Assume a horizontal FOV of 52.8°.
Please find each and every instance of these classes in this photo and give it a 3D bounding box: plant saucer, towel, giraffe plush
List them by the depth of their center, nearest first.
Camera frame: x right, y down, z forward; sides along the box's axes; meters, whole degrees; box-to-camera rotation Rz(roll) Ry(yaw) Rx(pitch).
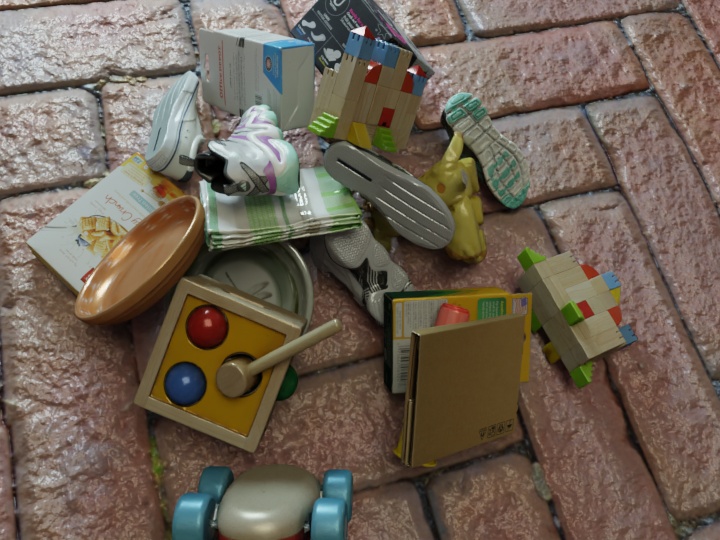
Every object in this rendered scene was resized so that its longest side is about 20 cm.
[{"bbox_3d":[-0.261,-0.008,0.883,0.038,0.198,0.202,49,60,-28],"label":"plant saucer"},{"bbox_3d":[-0.107,-0.091,0.940,0.196,0.031,0.150,-10,41,-10],"label":"towel"},{"bbox_3d":[-0.158,0.036,0.960,0.195,0.050,0.205,0,91,-1],"label":"plant saucer"},{"bbox_3d":[0.086,-0.091,1.047,0.159,0.200,0.176,-9,67,17],"label":"giraffe plush"}]

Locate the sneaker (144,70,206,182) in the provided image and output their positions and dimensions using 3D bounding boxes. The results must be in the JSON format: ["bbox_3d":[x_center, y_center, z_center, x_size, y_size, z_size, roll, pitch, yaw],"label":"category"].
[{"bbox_3d":[-0.264,-0.209,1.072,0.071,0.072,0.203,39,41,-37],"label":"sneaker"}]

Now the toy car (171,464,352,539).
[{"bbox_3d":[-0.103,0.340,0.821,0.180,0.177,0.205,1,93,3],"label":"toy car"}]

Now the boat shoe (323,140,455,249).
[{"bbox_3d":[0.044,-0.109,0.947,0.199,0.072,0.071,38,25,-2],"label":"boat shoe"}]

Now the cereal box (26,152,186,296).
[{"bbox_3d":[-0.329,-0.051,0.994,0.143,0.040,0.200,39,64,8],"label":"cereal box"}]

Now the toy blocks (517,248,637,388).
[{"bbox_3d":[0.325,0.050,1.056,0.135,0.100,0.203,-16,68,-28],"label":"toy blocks"}]

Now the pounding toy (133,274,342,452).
[{"bbox_3d":[-0.141,0.104,0.865,0.197,0.142,0.187,22,92,0],"label":"pounding toy"}]

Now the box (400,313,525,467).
[{"bbox_3d":[0.133,0.144,0.910,0.197,0.021,0.167,-6,103,-39],"label":"box"}]

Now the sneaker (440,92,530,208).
[{"bbox_3d":[0.194,-0.188,1.145,0.077,0.091,0.202,-35,101,-7],"label":"sneaker"}]

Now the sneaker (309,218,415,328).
[{"bbox_3d":[0.000,0.000,1.018,0.075,0.114,0.201,-42,115,-15],"label":"sneaker"}]

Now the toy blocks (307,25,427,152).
[{"bbox_3d":[0.018,-0.240,0.954,0.099,0.139,0.198,31,21,35],"label":"toy blocks"}]

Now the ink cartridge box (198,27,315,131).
[{"bbox_3d":[-0.154,-0.287,1.067,0.067,0.118,0.198,-22,36,-40],"label":"ink cartridge box"}]

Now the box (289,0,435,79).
[{"bbox_3d":[0.011,-0.327,1.090,0.115,0.199,0.133,-42,74,19],"label":"box"}]

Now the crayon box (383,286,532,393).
[{"bbox_3d":[0.130,0.092,0.983,0.195,0.052,0.129,-2,100,-12],"label":"crayon box"}]

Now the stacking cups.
[{"bbox_3d":[0.093,0.143,0.933,0.059,0.061,0.204,14,90,-4],"label":"stacking cups"}]

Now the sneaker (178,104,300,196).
[{"bbox_3d":[-0.168,-0.155,0.940,0.137,0.079,0.200,-11,32,-18],"label":"sneaker"}]
